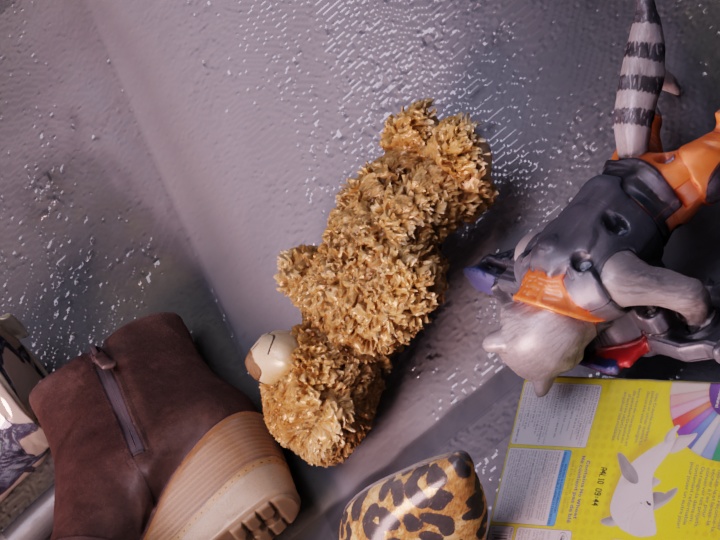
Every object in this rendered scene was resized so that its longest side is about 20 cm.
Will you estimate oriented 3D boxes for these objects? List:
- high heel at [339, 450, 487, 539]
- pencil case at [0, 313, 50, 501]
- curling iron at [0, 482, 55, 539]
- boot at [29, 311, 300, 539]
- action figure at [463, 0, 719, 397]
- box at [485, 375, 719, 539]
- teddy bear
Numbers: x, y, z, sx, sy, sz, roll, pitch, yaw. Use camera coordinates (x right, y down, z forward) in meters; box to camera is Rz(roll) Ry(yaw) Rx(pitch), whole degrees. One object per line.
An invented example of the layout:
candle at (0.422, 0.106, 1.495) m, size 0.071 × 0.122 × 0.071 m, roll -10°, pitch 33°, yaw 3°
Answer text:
high heel at (0.023, 0.183, 1.373) m, size 0.200 × 0.071 × 0.143 m, roll 118°, pitch 153°, yaw -50°
pencil case at (-0.251, 0.116, 1.659) m, size 0.200 × 0.078 × 0.089 m, roll -43°, pitch 53°, yaw 13°
curling iron at (-0.202, 0.156, 1.631) m, size 0.200 × 0.026 × 0.050 m, roll -45°, pitch 27°, yaw 9°
boot at (-0.141, 0.123, 1.554) m, size 0.200 × 0.072 × 0.166 m, roll -33°, pitch 45°, yaw -9°
action figure at (0.112, -0.030, 1.425) m, size 0.200 × 0.105 × 0.194 m, roll 5°, pitch 60°, yaw 49°
box at (0.156, 0.111, 1.363) m, size 0.200 × 0.048 × 0.117 m, roll 1°, pitch 68°, yaw 41°
teddy bear at (0.000, 0.000, 1.512) m, size 0.200 × 0.067 × 0.145 m, roll -54°, pitch 34°, yaw 13°
